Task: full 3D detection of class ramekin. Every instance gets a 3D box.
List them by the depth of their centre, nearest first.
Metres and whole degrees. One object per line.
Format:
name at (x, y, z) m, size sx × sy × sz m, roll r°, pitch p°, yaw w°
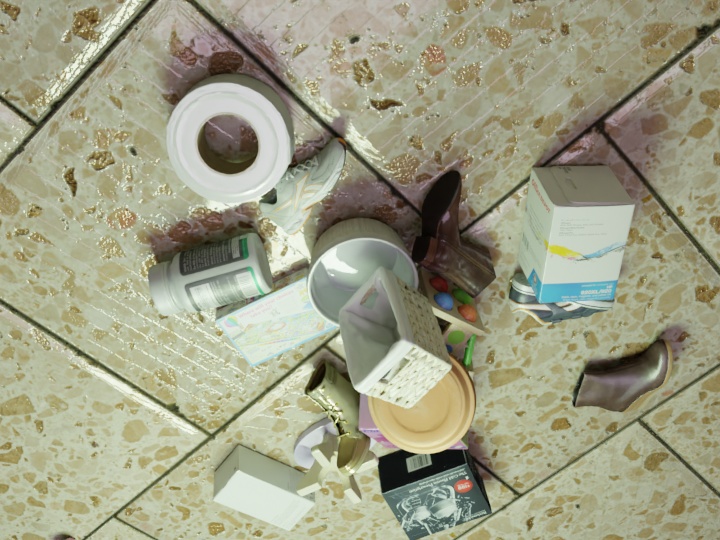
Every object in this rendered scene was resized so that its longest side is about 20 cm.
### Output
ramekin at (0.000, 0.000, 1.521) m, size 0.200 × 0.105 × 0.200 m, roll -3°, pitch 123°, yaw -4°

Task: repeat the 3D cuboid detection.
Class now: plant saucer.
plant saucer at (0.108, 0.234, 1.517) m, size 0.200 × 0.032 × 0.201 m, roll 1°, pitch 95°, yaw 16°

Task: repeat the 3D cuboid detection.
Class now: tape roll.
tape roll at (-0.208, -0.213, 1.358) m, size 0.202 × 0.071 × 0.203 m, roll 0°, pitch 114°, yaw 1°

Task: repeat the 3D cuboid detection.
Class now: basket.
basket at (0.058, 0.116, 1.428) m, size 0.123 × 0.200 × 0.136 m, roll 28°, pitch 117°, yaw -30°

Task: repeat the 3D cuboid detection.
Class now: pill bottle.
pill bottle at (-0.267, 0.010, 1.494) m, size 0.200 × 0.113 × 0.113 m, roll -15°, pitch 124°, yaw 4°

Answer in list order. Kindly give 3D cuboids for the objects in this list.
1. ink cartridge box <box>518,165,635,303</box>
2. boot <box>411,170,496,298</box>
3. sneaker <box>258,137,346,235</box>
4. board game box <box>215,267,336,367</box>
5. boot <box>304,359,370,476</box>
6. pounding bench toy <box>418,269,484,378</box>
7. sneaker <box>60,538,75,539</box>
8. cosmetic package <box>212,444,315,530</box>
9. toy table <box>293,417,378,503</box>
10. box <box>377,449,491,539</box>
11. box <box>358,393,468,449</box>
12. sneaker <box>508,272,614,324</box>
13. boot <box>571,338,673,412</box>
ink cartridge box at (0.379, -0.067, 1.493) m, size 0.144 × 0.147 × 0.200 m, roll -2°, pitch 124°, yaw -5°
boot at (0.190, -0.061, 1.525) m, size 0.200 × 0.064 × 0.187 m, roll 26°, pitch 85°, yaw -40°
sneaker at (-0.102, -0.153, 1.431) m, size 0.092 × 0.076 × 0.200 m, roll 31°, pitch 114°, yaw -18°
board game box at (-0.157, 0.092, 1.607) m, size 0.200 × 0.034 × 0.135 m, roll -25°, pitch 122°, yaw 11°
boot at (-0.048, 0.289, 1.655) m, size 0.073 × 0.200 × 0.155 m, roll -27°, pitch 123°, yaw 36°
pounding bench toy at (0.171, 0.114, 1.603) m, size 0.200 × 0.124 × 0.156 m, roll 26°, pitch 117°, yaw -21°
sneaker at (-0.687, 0.693, 1.930) m, size 0.095 × 0.079 × 0.200 m, roll 5°, pitch 122°, yaw 4°
cosmetic package at (-0.209, 0.474, 1.824) m, size 0.200 × 0.085 × 0.108 m, roll 32°, pitch 114°, yaw -23°
toy table at (-0.049, 0.393, 1.769) m, size 0.200 × 0.117 × 0.184 m, roll -36°, pitch 120°, yaw 18°
box at (0.164, 0.478, 1.856) m, size 0.200 × 0.104 × 0.182 m, roll -22°, pitch 124°, yaw 9°
box at (0.110, 0.286, 1.650) m, size 0.176 × 0.097 × 0.200 m, roll -3°, pitch 156°, yaw 17°
sneaker at (0.384, 0.061, 1.621) m, size 0.200 × 0.078 × 0.079 m, roll 11°, pitch 117°, yaw 0°
boot at (0.544, 0.220, 1.744) m, size 0.166 × 0.072 × 0.200 m, roll 4°, pitch 126°, yaw -11°
